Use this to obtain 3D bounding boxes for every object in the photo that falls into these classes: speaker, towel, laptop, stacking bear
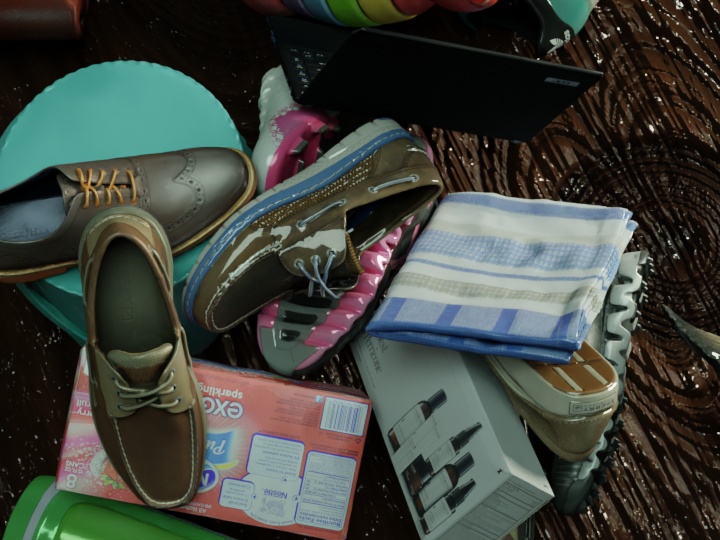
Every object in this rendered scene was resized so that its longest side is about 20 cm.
[{"bbox_3d":[-0.143,0.210,1.283,0.200,0.088,0.088,19,75,9],"label":"speaker"},{"bbox_3d":[0.099,-0.001,1.266,0.147,0.024,0.200,7,30,17],"label":"towel"},{"bbox_3d":[0.045,-0.156,1.297,0.177,0.103,0.200,9,32,-19],"label":"laptop"},{"bbox_3d":[0.019,-0.232,1.361,0.200,0.114,0.121,9,58,30],"label":"stacking bear"}]

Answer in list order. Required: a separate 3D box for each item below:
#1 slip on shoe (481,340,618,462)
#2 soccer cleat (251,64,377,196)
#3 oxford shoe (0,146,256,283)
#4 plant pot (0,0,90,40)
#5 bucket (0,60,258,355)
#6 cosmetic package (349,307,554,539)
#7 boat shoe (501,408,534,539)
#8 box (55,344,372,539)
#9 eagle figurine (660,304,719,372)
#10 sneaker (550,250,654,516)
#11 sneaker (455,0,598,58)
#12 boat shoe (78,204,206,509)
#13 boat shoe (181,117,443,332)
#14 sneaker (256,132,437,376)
[{"bbox_3d":[0.113,0.052,1.264,0.076,0.061,0.200,-14,36,-21],"label":"slip on shoe"},{"bbox_3d":[-0.047,-0.108,1.346,0.086,0.070,0.200,20,33,16],"label":"soccer cleat"},{"bbox_3d":[-0.166,-0.041,1.226,0.200,0.073,0.071,-18,73,-2],"label":"oxford shoe"},{"bbox_3d":[-0.301,-0.254,1.389,0.195,0.201,0.201,3,73,-3],"label":"plant pot"},{"bbox_3d":[-0.163,-0.045,1.336,0.207,0.135,0.207,-1,73,3],"label":"bucket"},{"bbox_3d":[0.057,0.096,1.263,0.083,0.051,0.200,-41,41,18],"label":"cosmetic package"},{"bbox_3d":[0.088,0.125,1.307,0.065,0.073,0.200,25,54,-32],"label":"boat shoe"},{"bbox_3d":[-0.100,0.115,1.275,0.200,0.095,0.103,10,90,-5],"label":"box"},{"bbox_3d":[0.298,0.102,1.269,0.151,0.152,0.200,-13,77,21],"label":"eagle figurine"},{"bbox_3d":[0.147,0.075,1.320,0.090,0.066,0.200,10,72,13],"label":"sneaker"},{"bbox_3d":[0.083,-0.236,1.413,0.200,0.071,0.080,33,73,11],"label":"sneaker"},{"bbox_3d":[-0.143,0.060,1.183,0.076,0.072,0.200,-13,99,-3],"label":"boat shoe"},{"bbox_3d":[-0.031,-0.022,1.253,0.200,0.072,0.072,-41,59,-8],"label":"boat shoe"},{"bbox_3d":[0.000,0.000,1.330,0.079,0.095,0.200,24,69,25],"label":"sneaker"}]
